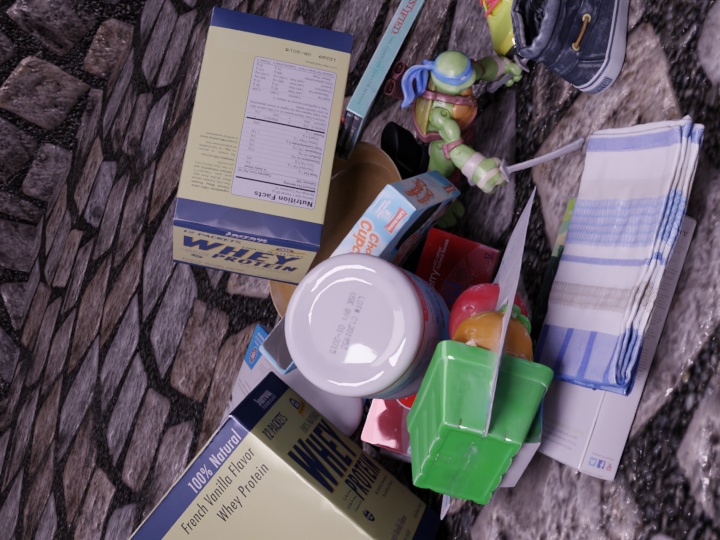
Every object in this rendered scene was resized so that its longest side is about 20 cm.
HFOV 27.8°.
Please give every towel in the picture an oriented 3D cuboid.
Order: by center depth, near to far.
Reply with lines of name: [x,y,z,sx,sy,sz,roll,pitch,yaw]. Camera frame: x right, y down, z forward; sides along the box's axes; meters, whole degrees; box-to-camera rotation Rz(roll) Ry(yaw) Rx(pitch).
towel: [0.182,-0.013,1.066,0.147,0.024,0.202,6,78,69]

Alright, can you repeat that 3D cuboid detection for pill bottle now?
pill bottle: [0.016,0.050,1.179,0.200,0.108,0.110,22,-94,-75]
pill bottle: [-0.052,0.185,1.396,0.110,0.108,0.201,-93,4,-45]

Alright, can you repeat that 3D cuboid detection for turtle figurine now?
turtle figurine: [0.121,-0.124,1.342,0.194,0.198,0.145,106,149,-62]

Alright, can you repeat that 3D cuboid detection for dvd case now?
dvd case: [0.019,-0.186,1.356,0.147,0.022,0.200,-63,2,-9]

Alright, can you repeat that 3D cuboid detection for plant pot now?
plant pot: [-0.018,-0.029,1.447,0.199,0.027,0.202,-20,61,41]

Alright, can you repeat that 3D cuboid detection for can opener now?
can opener: [0.049,-0.063,1.466,0.063,0.078,0.201,-45,33,35]

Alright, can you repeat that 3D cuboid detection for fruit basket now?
fruit basket: [0.102,0.067,1.105,0.186,0.093,0.201,107,-177,-54]

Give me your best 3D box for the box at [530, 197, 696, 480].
box: [0.176,0.046,1.111,0.144,0.036,0.202,15,86,69]

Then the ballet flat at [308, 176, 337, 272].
ballet flat: [-0.025,-0.020,1.517,0.076,0.063,0.202,52,-127,-71]

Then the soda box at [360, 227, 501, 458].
soda box: [0.063,0.067,1.306,0.063,0.069,0.202,33,-104,-84]

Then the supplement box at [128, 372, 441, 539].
supplement box: [-0.074,0.237,1.235,0.200,0.199,0.134,-51,-2,16]

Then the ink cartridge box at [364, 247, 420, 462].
ink cartridge box: [0.034,0.069,1.439,0.202,0.043,0.198,-70,19,1]

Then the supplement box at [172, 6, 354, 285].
supplement box: [-0.096,-0.110,1.375,0.200,0.133,0.202,123,157,-77]

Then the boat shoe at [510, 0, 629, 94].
boat shoe: [0.185,-0.256,1.259,0.071,0.090,0.202,-30,46,50]

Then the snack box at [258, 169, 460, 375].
snack box: [0.000,0.000,1.295,0.200,0.037,0.116,-51,-11,23]

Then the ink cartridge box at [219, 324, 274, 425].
ink cartridge box: [-0.099,0.180,1.619,0.202,0.085,0.146,-70,20,7]

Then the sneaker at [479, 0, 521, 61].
sneaker: [0.134,-0.288,1.422,0.078,0.090,0.201,-45,34,46]
